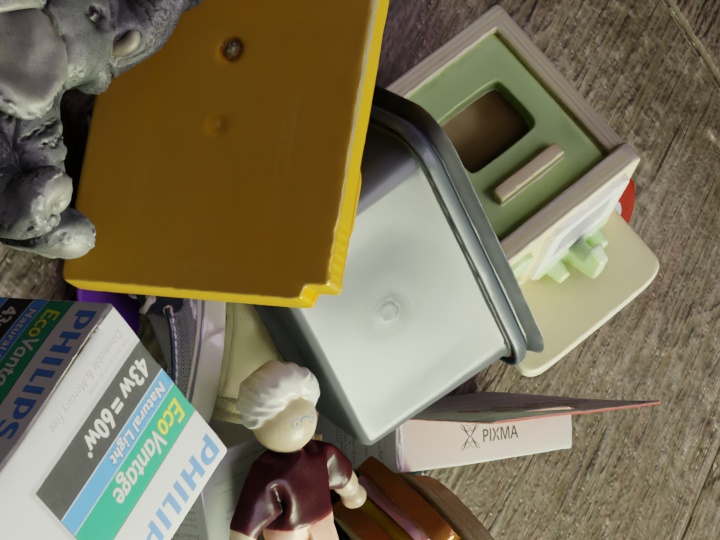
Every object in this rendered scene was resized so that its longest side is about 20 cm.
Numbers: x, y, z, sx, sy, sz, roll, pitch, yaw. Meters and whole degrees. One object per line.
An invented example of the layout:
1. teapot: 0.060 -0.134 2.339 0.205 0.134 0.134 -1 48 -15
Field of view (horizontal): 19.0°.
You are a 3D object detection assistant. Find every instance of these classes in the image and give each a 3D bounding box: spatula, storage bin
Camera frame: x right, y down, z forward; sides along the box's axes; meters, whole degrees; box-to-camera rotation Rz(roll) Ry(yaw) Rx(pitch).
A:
1. spatula: -0.173 0.075 1.348 0.056 0.020 0.202 22 76 -45
2. storage bin: 0.000 0.000 1.349 0.134 0.145 0.201 -37 124 -16

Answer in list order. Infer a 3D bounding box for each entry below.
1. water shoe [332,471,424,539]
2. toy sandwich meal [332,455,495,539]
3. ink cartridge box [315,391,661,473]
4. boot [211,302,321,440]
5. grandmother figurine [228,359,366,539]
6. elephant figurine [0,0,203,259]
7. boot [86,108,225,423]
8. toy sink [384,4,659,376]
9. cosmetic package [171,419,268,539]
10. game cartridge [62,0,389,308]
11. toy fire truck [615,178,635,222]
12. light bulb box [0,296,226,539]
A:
1. water shoe: -0.011 0.209 1.495 0.200 0.071 0.080 -33 116 -42
2. toy sandwich meal: 0.059 0.218 1.422 0.070 0.205 0.206 -34 119 -12
3. ink cartridge box: 0.089 0.115 1.526 0.199 0.173 0.044 -2 93 -47
4. boot: -0.033 0.045 1.467 0.199 0.072 0.157 -1 98 -58
5. grandmother figurine: -0.036 0.150 1.316 0.121 0.060 0.202 -31 116 -55
6. elephant figurine: -0.197 -0.117 1.240 0.155 0.141 0.202 22 81 -61
7. boot: -0.133 -0.004 1.352 0.090 0.073 0.202 1 90 -14
8. toy sink: 0.102 -0.052 1.431 0.130 0.112 0.200 -37 78 -15
9. cosmetic package: -0.100 0.202 1.369 0.081 0.112 0.202 -21 108 -45
10. game cartridge: -0.079 -0.081 1.274 0.032 0.175 0.202 33 64 -65
11. toy fire truck: 0.107 -0.013 1.590 0.199 0.112 0.169 2 108 -58
12. light bulb box: -0.217 0.125 1.170 0.125 0.199 0.199 55 54 -34
